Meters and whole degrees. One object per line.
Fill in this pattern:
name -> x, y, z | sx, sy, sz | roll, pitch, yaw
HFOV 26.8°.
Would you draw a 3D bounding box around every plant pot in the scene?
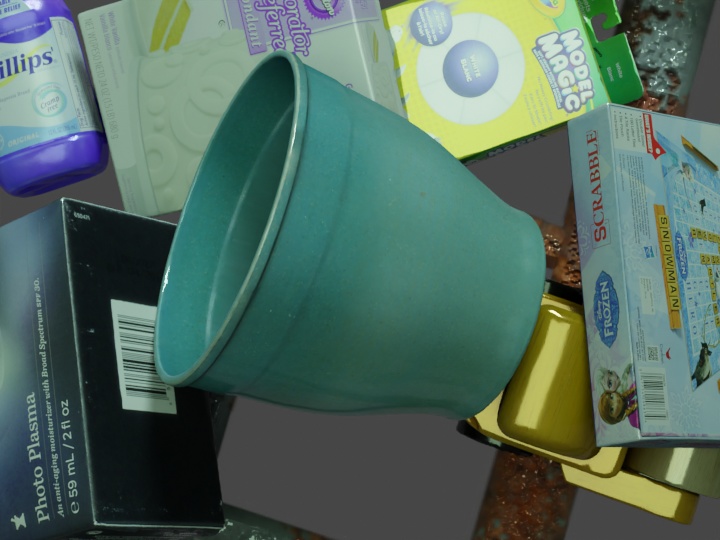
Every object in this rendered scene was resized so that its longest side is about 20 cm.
plant pot -> 0.000, 0.000, 0.899 | 0.186, 0.200, 0.203 | 21, 91, -20

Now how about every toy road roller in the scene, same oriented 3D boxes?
toy road roller -> 0.154, 0.080, 0.970 | 0.197, 0.146, 0.125 | 19, 91, 6

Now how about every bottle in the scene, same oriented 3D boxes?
bottle -> -0.238, -0.157, 1.058 | 0.082, 0.065, 0.203 | -16, 87, 6

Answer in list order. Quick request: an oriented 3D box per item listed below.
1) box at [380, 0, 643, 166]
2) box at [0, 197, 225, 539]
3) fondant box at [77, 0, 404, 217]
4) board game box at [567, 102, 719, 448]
box -> 0.085, -0.139, 1.034 | 0.197, 0.048, 0.119 | -19, 88, 4
box -> -0.208, 0.086, 0.966 | 0.197, 0.123, 0.203 | -21, 70, 32
fondant box -> -0.078, -0.125, 1.011 | 0.197, 0.058, 0.146 | -11, 96, 20
board game box -> 0.221, 0.009, 0.943 | 0.197, 0.041, 0.203 | 6, 75, -34
